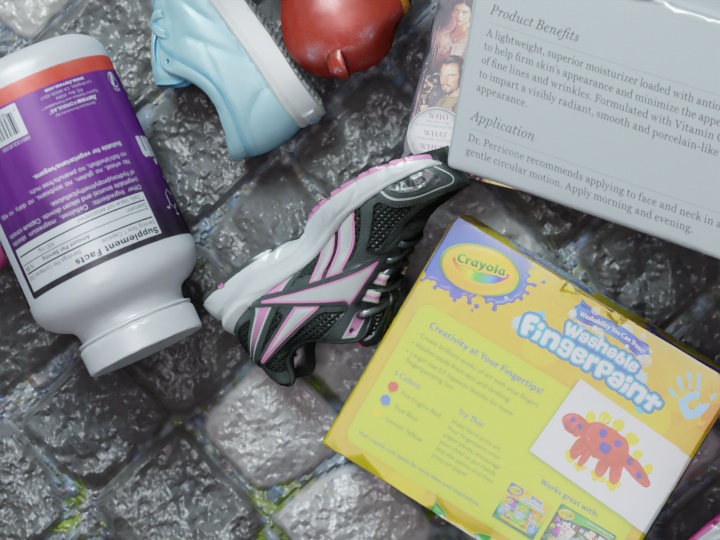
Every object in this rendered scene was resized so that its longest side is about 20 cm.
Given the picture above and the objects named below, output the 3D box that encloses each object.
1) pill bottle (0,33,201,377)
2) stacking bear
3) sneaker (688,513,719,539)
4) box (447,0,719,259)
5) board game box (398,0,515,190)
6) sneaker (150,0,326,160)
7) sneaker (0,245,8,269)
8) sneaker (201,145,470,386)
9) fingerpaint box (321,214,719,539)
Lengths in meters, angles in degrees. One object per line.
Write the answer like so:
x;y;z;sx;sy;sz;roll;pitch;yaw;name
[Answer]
-0.175;-0.039;1.632;0.112;0.112;0.200;-26;86;8;pill bottle
-0.029;-0.218;1.614;0.114;0.121;0.200;-16;96;1;stacking bear
0.287;0.163;1.564;0.200;0.081;0.088;-19;85;9;sneaker
0.188;-0.104;1.454;0.199;0.200;0.131;21;112;31;box
0.137;-0.109;1.620;0.200;0.035;0.136;14;92;9;board game box
-0.110;-0.158;1.641;0.082;0.074;0.200;-36;83;5;sneaker
-0.314;-0.044;1.677;0.200;0.081;0.088;31;98;15;sneaker
0.000;0.000;1.609;0.200;0.080;0.086;-38;82;33;sneaker
0.106;0.086;1.605;0.200;0.073;0.167;30;95;8;fingerpaint box
